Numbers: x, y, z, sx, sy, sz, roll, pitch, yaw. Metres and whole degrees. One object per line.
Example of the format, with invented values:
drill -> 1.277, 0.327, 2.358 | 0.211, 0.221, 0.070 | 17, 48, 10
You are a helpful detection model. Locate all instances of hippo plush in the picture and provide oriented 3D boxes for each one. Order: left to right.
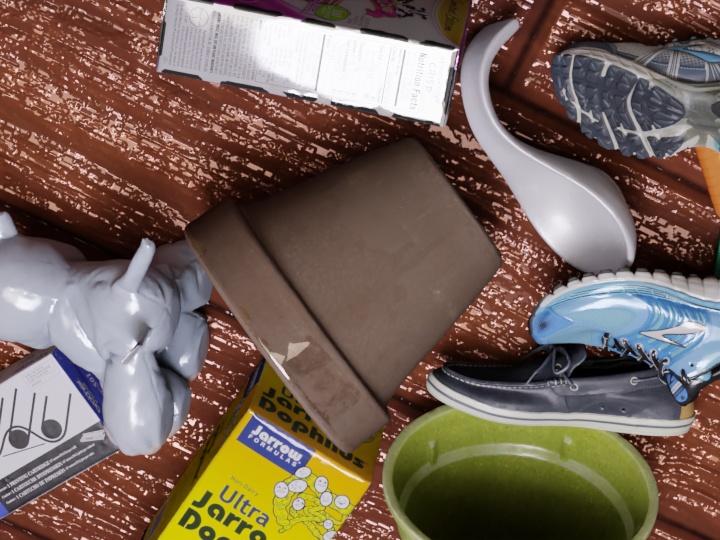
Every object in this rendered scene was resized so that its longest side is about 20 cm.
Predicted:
hippo plush -> -0.208, 0.045, 1.650 | 0.160, 0.200, 0.160 | 9, 92, 12

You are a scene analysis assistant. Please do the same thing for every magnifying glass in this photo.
magnifying glass -> 0.275, -0.023, 1.644 | 0.079, 0.022, 0.200 | -16, 109, 13

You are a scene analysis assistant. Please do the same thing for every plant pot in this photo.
plant pot -> 0.000, 0.000, 1.610 | 0.174, 0.200, 0.200 | -36, 105, 2
plant pot -> 0.110, 0.227, 1.694 | 0.200, 0.201, 0.185 | 7, 125, 4

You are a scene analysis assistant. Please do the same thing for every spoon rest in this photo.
spoon rest -> 0.128, -0.077, 1.610 | 0.061, 0.099, 0.200 | -37, 104, -26

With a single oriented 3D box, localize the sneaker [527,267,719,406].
sneaker -> 0.217, 0.049, 1.614 | 0.199, 0.078, 0.090 | 2, 79, 9

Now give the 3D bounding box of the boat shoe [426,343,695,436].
boat shoe -> 0.149, 0.080, 1.678 | 0.199, 0.075, 0.062 | 5, 105, 1

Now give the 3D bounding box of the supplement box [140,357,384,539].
supplement box -> -0.082, 0.181, 1.725 | 0.109, 0.110, 0.200 | 31, 112, -7

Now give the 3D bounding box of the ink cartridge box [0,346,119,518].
ink cartridge box -> -0.285, 0.140, 1.767 | 0.200, 0.044, 0.094 | -31, 104, 18

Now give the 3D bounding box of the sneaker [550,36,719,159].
sneaker -> 0.231, -0.125, 1.584 | 0.200, 0.086, 0.078 | 16, 136, 23

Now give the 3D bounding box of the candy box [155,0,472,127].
candy box -> -0.028, -0.165, 1.559 | 0.199, 0.136, 0.061 | 11, 115, 1
